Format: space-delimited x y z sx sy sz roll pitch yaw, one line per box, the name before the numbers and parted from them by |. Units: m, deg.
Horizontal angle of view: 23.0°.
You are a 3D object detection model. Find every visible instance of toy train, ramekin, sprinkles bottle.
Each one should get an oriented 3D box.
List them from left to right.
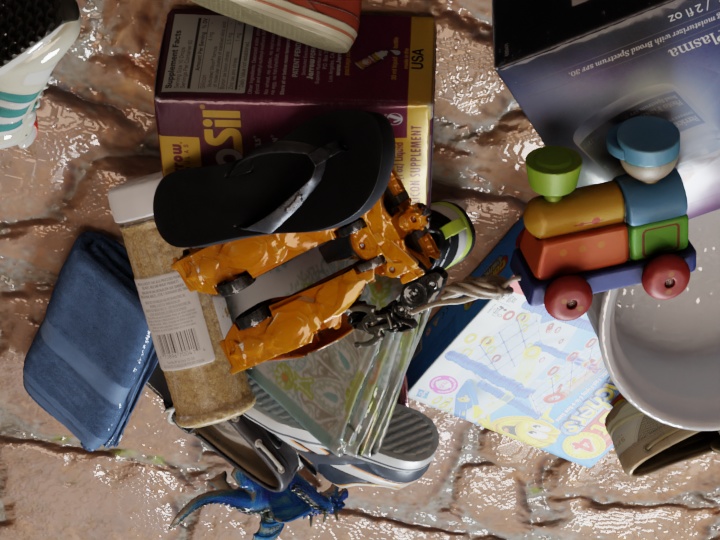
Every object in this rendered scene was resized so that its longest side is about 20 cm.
sprinkles bottle | -0.142 0.022 1.404 0.068 0.068 0.200 -13 98 16
toy train | 0.127 -0.032 1.200 0.200 0.085 0.116 -12 126 -7
ramekin | 0.269 0.015 1.381 0.200 0.098 0.201 -4 114 -9

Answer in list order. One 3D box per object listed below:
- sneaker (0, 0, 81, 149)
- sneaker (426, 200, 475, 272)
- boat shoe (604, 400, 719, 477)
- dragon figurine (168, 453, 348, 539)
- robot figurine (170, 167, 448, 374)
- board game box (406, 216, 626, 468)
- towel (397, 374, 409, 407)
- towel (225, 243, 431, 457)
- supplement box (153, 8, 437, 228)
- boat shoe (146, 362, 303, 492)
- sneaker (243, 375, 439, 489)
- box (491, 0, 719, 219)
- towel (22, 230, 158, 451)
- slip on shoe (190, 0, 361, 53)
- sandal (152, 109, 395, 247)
sneaker | -0.264 -0.141 1.326 0.200 0.070 0.093 -31 144 28
sneaker | 0.000 0.000 1.423 0.200 0.083 0.072 -32 88 22
boat shoe | 0.311 0.129 1.500 0.200 0.065 0.071 -16 144 0
dragon figurine | -0.085 0.215 1.623 0.059 0.200 0.099 -37 86 31
robot figurine | -0.032 -0.008 1.279 0.200 0.058 0.145 -24 100 25
board game box | 0.169 0.066 1.512 0.196 0.056 0.200 22 133 -18
towel | -0.050 0.099 1.546 0.200 0.023 0.144 13 140 18
towel | -0.035 0.030 1.390 0.048 0.200 0.171 -14 134 -43
supplement box | -0.045 -0.111 1.307 0.200 0.103 0.131 1 138 3
boat shoe | -0.135 0.121 1.555 0.200 0.060 0.074 37 145 -11
sneaker | -0.036 0.130 1.493 0.200 0.078 0.079 26 144 6
box | 0.224 -0.146 1.243 0.200 0.123 0.198 -20 133 23
towel | -0.224 0.061 1.515 0.112 0.049 0.200 41 134 12
slip on shoe | -0.090 -0.215 1.238 0.200 0.061 0.074 21 175 -3
sandal | -0.064 -0.056 1.223 0.200 0.076 0.043 -19 171 28
